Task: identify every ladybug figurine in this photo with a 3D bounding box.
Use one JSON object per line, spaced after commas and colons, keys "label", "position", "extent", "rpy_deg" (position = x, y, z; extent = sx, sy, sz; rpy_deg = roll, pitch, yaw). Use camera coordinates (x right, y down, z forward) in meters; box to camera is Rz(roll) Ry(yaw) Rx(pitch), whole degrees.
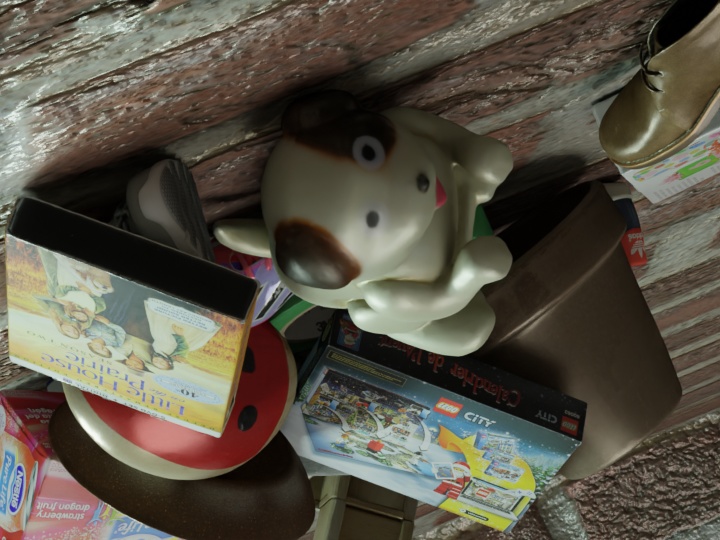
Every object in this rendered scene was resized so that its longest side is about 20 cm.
{"label": "ladybug figurine", "position": [-0.113, 0.068, 1.548], "extent": [0.072, 0.137, 0.199], "rpy_deg": [-21, 165, 39]}

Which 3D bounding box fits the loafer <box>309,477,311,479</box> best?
{"label": "loafer", "position": [-0.029, 0.119, 1.931], "extent": [0.199, 0.076, 0.068], "rpy_deg": [-33, -161, 10]}

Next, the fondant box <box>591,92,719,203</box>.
{"label": "fondant box", "position": [0.274, -0.123, 1.648], "extent": [0.199, 0.059, 0.144], "rpy_deg": [-27, 167, 12]}

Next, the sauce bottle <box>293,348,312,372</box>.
{"label": "sauce bottle", "position": [-0.001, 0.096, 1.791], "extent": [0.065, 0.199, 0.065], "rpy_deg": [-155, -90, -85]}

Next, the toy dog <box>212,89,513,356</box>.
{"label": "toy dog", "position": [0.001, -0.042, 1.385], "extent": [0.193, 0.141, 0.200], "rpy_deg": [13, 173, 9]}

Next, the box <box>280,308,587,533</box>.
{"label": "box", "position": [0.048, 0.112, 1.706], "extent": [0.199, 0.038, 0.137], "rpy_deg": [21, 139, -9]}

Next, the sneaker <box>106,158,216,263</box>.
{"label": "sneaker", "position": [-0.129, -0.003, 1.383], "extent": [0.081, 0.075, 0.200], "rpy_deg": [-14, 162, -7]}

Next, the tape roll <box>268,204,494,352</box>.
{"label": "tape roll", "position": [0.000, 0.000, 1.687], "extent": [0.199, 0.048, 0.201], "rpy_deg": [-22, 167, -5]}

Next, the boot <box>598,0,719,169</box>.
{"label": "boot", "position": [0.201, -0.133, 1.491], "extent": [0.075, 0.074, 0.200], "rpy_deg": [7, 149, -29]}

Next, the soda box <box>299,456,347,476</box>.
{"label": "soda box", "position": [0.038, 0.120, 1.866], "extent": [0.198, 0.071, 0.063], "rpy_deg": [-2, -162, -7]}

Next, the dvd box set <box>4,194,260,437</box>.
{"label": "dvd box set", "position": [-0.138, 0.031, 1.369], "extent": [0.145, 0.030, 0.200], "rpy_deg": [21, 156, 0]}

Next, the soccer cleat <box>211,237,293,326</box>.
{"label": "soccer cleat", "position": [-0.036, -0.019, 1.518], "extent": [0.199, 0.067, 0.077], "rpy_deg": [-21, 162, -22]}

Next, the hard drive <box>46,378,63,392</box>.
{"label": "hard drive", "position": [-0.147, 0.112, 1.795], "extent": [0.131, 0.025, 0.200], "rpy_deg": [-21, 150, 3]}

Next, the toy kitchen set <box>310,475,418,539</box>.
{"label": "toy kitchen set", "position": [-0.007, 0.140, 1.997], "extent": [0.162, 0.201, 0.180], "rpy_deg": [17, 156, -11]}

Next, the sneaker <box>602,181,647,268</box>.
{"label": "sneaker", "position": [0.153, 0.006, 1.899], "extent": [0.075, 0.085, 0.200], "rpy_deg": [-11, 163, -44]}

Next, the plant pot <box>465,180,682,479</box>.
{"label": "plant pot", "position": [0.152, 0.057, 1.768], "extent": [0.200, 0.175, 0.200], "rpy_deg": [-37, -175, 3]}

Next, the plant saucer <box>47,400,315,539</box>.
{"label": "plant saucer", "position": [-0.119, 0.124, 1.637], "extent": [0.200, 0.200, 0.037], "rpy_deg": [-6, 126, -53]}

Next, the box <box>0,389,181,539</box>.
{"label": "box", "position": [-0.174, 0.156, 1.695], "extent": [0.199, 0.095, 0.100], "rpy_deg": [6, 116, -38]}
